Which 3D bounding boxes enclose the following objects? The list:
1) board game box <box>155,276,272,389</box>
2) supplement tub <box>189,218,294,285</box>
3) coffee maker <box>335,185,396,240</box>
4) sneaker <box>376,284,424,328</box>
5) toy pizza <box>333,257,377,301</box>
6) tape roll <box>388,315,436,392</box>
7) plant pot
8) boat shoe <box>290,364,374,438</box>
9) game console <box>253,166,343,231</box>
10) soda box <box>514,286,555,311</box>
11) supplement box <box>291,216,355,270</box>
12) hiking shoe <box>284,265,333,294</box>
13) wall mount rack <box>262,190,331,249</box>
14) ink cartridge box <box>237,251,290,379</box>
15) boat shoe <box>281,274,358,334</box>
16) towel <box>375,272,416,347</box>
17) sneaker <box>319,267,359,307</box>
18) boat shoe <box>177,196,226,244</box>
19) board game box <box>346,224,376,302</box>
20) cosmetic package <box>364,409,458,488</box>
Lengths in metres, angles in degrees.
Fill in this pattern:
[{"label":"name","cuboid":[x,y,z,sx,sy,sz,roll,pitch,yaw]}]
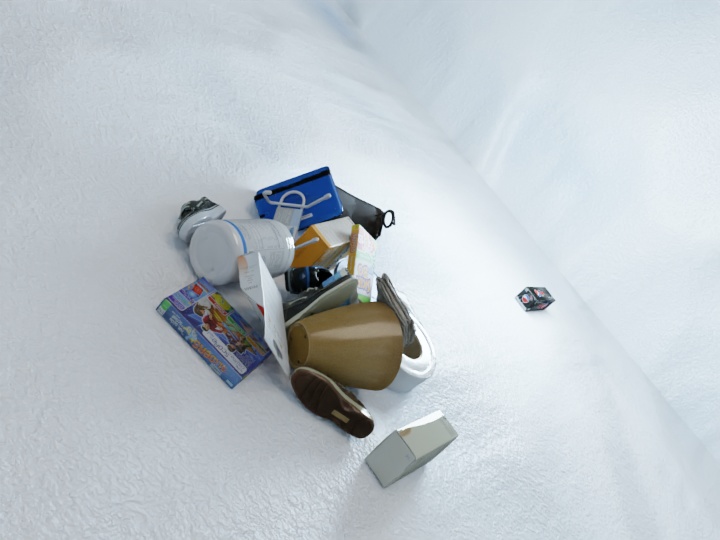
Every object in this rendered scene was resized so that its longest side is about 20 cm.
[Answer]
[{"label":"board game box","cuboid":[-0.265,0.111,1.385,0.200,0.034,0.135,46,25,3]},{"label":"supplement tub","cuboid":[-0.242,-0.040,1.543,0.132,0.132,0.199,52,24,16]},{"label":"coffee maker","cuboid":[-0.045,-0.155,1.955,0.199,0.192,0.136,23,46,-36]},{"label":"sneaker","cuboid":[0.107,0.101,1.872,0.201,0.074,0.087,57,26,-33]},{"label":"toy pizza","cuboid":[0.000,0.061,1.856,0.199,0.032,0.202,33,39,-31]},{"label":"tape roll","cuboid":[0.086,0.181,1.754,0.202,0.071,0.204,34,33,-26]},{"label":"plant pot","cuboid":[-0.045,0.153,1.524,0.198,0.187,0.187,4,45,-37]},{"label":"boat shoe","cuboid":[-0.059,0.249,1.466,0.202,0.075,0.075,45,12,-20]},{"label":"game console","cuboid":[-0.151,-0.170,1.845,0.118,0.198,0.172,66,5,-77]},{"label":"soda box","cuboid":[0.651,0.105,2.790,0.199,0.063,0.071,4,46,-56]},{"label":"supplement box","cuboid":[-0.088,-0.054,1.809,0.074,0.126,0.200,49,26,9]},{"label":"hiking shoe","cuboid":[-0.091,0.030,1.685,0.200,0.086,0.075,6,80,-66]},{"label":"wall mount rack","cuboid":[-0.155,-0.112,1.710,0.075,0.172,0.202,67,33,-60]},{"label":"ink cartridge box","cuboid":[-0.183,0.091,1.427,0.163,0.050,0.202,70,9,-53]},{"label":"boat shoe","cuboid":[-0.097,0.060,1.555,0.068,0.199,0.072,55,-7,30]},{"label":"towel","cuboid":[0.076,0.088,1.636,0.133,0.034,0.200,61,-6,16]},{"label":"sneaker","cuboid":[-0.049,0.079,1.666,0.079,0.089,0.201,-119,-169,-45]},{"label":"boat shoe","cuboid":[-0.349,-0.109,1.575,0.071,0.072,0.200,34,15,-1]},{"label":"board game box","cuboid":[0.000,0.000,1.791,0.095,0.030,0.202,42,49,-50]},{"label":"cosmetic package","cuboid":[0.106,0.355,1.508,0.071,0.105,0.199,51,24,19]}]
